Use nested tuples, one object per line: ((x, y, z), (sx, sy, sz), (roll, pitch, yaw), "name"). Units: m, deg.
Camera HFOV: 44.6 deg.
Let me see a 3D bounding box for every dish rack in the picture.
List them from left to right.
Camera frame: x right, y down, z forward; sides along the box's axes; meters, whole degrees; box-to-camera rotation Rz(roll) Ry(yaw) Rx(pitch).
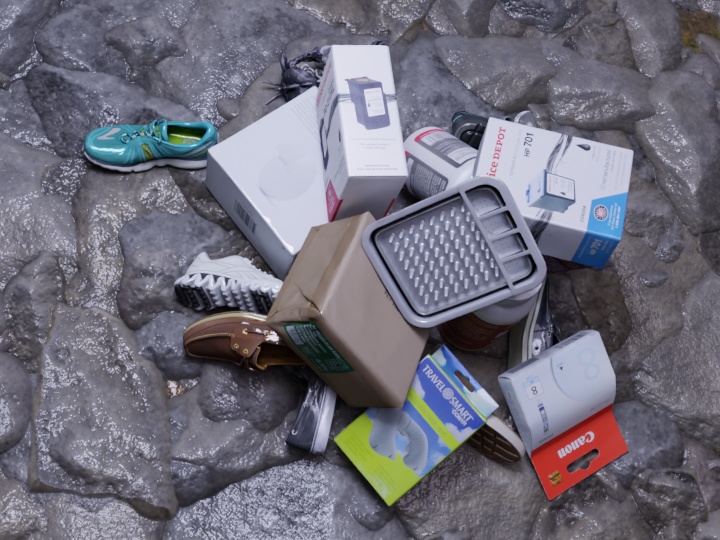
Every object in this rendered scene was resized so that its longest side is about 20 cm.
((0.119, -0.027, 1.119), (0.172, 0.199, 0.044), (58, 21, -23), "dish rack")

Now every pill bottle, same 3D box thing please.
((0.148, -0.131, 1.314), (0.110, 0.111, 0.200), (-25, 40, -20), "pill bottle")
((0.185, 0.037, 1.255), (0.112, 0.200, 0.113), (4, 68, -11), "pill bottle")

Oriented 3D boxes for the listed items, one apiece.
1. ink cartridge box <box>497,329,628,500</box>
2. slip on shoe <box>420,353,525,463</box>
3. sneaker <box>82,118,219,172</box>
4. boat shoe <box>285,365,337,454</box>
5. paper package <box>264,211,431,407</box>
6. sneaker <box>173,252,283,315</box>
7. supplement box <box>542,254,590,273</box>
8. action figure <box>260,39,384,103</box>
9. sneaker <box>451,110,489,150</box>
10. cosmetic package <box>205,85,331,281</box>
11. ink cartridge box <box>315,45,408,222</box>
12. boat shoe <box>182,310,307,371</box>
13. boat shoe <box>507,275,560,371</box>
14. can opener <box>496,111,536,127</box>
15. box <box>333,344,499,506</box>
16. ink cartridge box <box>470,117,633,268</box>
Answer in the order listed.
((0.305, 0.209, 1.264), (0.160, 0.047, 0.201), (-25, 96, -20), "ink cartridge box")
((0.158, 0.197, 1.261), (0.200, 0.076, 0.061), (34, 54, 9), "slip on shoe")
((-0.310, -0.198, 1.303), (0.199, 0.080, 0.078), (-6, 70, -14), "sneaker")
((-0.066, 0.154, 1.230), (0.066, 0.070, 0.201), (12, 73, -8), "boat shoe")
((-0.002, 0.056, 1.171), (0.200, 0.103, 0.191), (50, 46, -32), "paper package")
((-0.160, 0.018, 1.235), (0.199, 0.075, 0.081), (10, 50, 14), "sneaker")
((0.261, -0.059, 1.306), (0.086, 0.200, 0.111), (34, 60, -36), "supplement box")
((-0.053, -0.301, 1.392), (0.199, 0.102, 0.119), (-5, 98, 25), "action figure")
((0.235, -0.209, 1.433), (0.200, 0.076, 0.079), (23, 27, -21), "sneaker")
((-0.091, -0.128, 1.301), (0.200, 0.123, 0.200), (-35, 80, -21), "cosmetic package")
((-0.003, -0.185, 1.198), (0.084, 0.145, 0.201), (-2, 69, -14), "ink cartridge box")
((-0.148, 0.101, 1.201), (0.199, 0.072, 0.068), (-3, 49, 5), "boat shoe")
((0.265, 0.096, 1.323), (0.062, 0.075, 0.201), (13, 71, -13), "boat shoe")
((0.271, -0.167, 1.395), (0.053, 0.067, 0.200), (-50, 130, -24), "can opener")
((0.077, 0.210, 1.203), (0.200, 0.048, 0.122), (-42, 82, 4), "box")
((0.247, -0.104, 1.170), (0.199, 0.086, 0.147), (14, 63, 3), "ink cartridge box")
